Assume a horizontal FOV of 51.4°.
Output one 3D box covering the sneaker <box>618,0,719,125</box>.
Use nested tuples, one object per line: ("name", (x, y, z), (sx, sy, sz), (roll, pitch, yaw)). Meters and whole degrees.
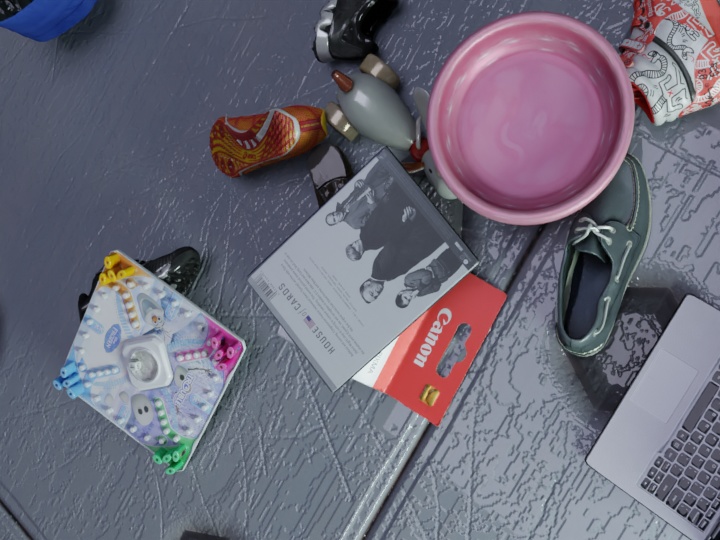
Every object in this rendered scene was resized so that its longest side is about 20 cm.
("sneaker", (0.279, -0.241, 0.720), (0.106, 0.067, 0.206), (-26, 75, 16))

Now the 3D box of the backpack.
("backpack", (-0.442, -0.426, 1.027), (0.160, 0.167, 0.204), (-29, 76, 21))

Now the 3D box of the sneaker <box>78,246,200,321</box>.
("sneaker", (-0.288, 0.016, 0.939), (0.198, 0.066, 0.092), (-36, 72, 18))

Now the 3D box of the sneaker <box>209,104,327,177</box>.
("sneaker", (-0.114, -0.152, 0.887), (0.197, 0.076, 0.075), (5, 106, 46))

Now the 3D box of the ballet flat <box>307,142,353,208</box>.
("ballet flat", (-0.018, -0.045, 0.848), (0.066, 0.046, 0.205), (-17, 81, 11))

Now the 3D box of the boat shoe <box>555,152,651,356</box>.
("boat shoe", (0.230, -0.019, 0.714), (0.071, 0.061, 0.205), (15, 88, 27))

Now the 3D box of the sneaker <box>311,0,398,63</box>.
("sneaker", (0.009, -0.336, 0.863), (0.088, 0.066, 0.206), (15, 92, 23))

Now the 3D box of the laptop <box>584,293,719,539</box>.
("laptop", (0.313, 0.146, 0.622), (0.198, 0.115, 0.190), (34, 96, 25))

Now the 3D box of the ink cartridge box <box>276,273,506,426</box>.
("ink cartridge box", (0.030, 0.045, 0.784), (0.197, 0.050, 0.164), (30, 96, 15))

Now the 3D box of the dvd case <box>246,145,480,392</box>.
("dvd case", (0.000, 0.000, 0.758), (0.199, 0.025, 0.151), (-41, 83, 9))

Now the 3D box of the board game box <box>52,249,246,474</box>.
("board game box", (-0.256, 0.113, 0.886), (0.198, 0.026, 0.203), (33, 110, 8))

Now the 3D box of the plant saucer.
("plant saucer", (0.164, -0.145, 0.732), (0.195, 0.051, 0.207), (-1, 86, 17))

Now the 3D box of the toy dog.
("toy dog", (0.034, -0.163, 0.807), (0.196, 0.096, 0.135), (21, 92, 26))
